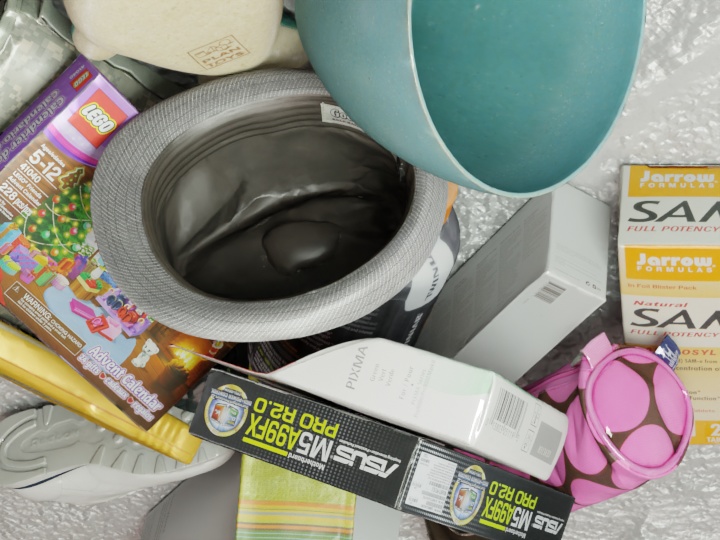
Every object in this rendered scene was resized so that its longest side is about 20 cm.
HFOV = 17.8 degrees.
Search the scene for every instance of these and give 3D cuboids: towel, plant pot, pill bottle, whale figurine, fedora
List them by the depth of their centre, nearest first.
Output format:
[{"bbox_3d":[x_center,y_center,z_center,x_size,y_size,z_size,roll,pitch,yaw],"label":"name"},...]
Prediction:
[{"bbox_3d":[0.043,-0.146,1.245,0.134,0.200,0.200,10,147,42],"label":"plant pot"},{"bbox_3d":[-0.094,-0.171,1.307,0.159,0.104,0.200,-21,155,13],"label":"whale figurine"},{"bbox_3d":[-0.049,-0.023,1.313,0.199,0.177,0.090,-20,151,-8],"label":"fedora"},{"bbox_3d":[0.000,0.000,1.456,0.106,0.107,0.200,16,139,-7],"label":"pill bottle"},{"bbox_3d":[-0.040,0.132,1.567,0.086,0.201,0.018,2,-174,-20],"label":"towel"}]

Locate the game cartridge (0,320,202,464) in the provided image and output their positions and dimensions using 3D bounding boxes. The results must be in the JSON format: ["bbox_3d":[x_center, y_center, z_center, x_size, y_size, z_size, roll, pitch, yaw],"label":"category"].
[{"bbox_3d":[-0.220,0.066,1.535,0.200,0.033,0.176,32,171,-25],"label":"game cartridge"}]

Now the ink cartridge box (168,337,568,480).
[{"bbox_3d":[0.009,0.066,1.365,0.199,0.050,0.161,19,176,23],"label":"ink cartridge box"}]

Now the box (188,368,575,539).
[{"bbox_3d":[0.017,0.119,1.400,0.160,0.044,0.200,16,174,34],"label":"box"}]

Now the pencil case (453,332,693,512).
[{"bbox_3d":[0.131,0.105,1.480,0.094,0.091,0.200,46,148,-6],"label":"pencil case"}]

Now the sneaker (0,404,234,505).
[{"bbox_3d":[-0.171,0.131,1.674,0.199,0.077,0.081,-7,148,24],"label":"sneaker"}]

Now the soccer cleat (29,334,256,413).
[{"bbox_3d":[-0.136,0.047,1.561,0.199,0.068,0.081,16,153,-3],"label":"soccer cleat"}]

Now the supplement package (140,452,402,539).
[{"bbox_3d":[-0.072,0.208,1.694,0.121,0.120,0.200,28,135,-19],"label":"supplement package"}]

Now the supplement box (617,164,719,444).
[{"bbox_3d":[0.230,0.026,1.468,0.125,0.074,0.200,0,138,11],"label":"supplement box"}]

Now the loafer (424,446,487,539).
[{"bbox_3d":[0.071,0.166,1.657,0.073,0.072,0.200,-1,137,12],"label":"loafer"}]

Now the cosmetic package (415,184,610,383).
[{"bbox_3d":[0.087,0.032,1.497,0.050,0.083,0.200,24,137,-20],"label":"cosmetic package"}]

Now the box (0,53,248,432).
[{"bbox_3d":[-0.146,-0.013,1.364,0.137,0.039,0.200,-45,125,0],"label":"box"}]

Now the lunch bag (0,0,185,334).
[{"bbox_3d":[-0.205,-0.073,1.406,0.164,0.118,0.200,31,131,-30],"label":"lunch bag"}]
